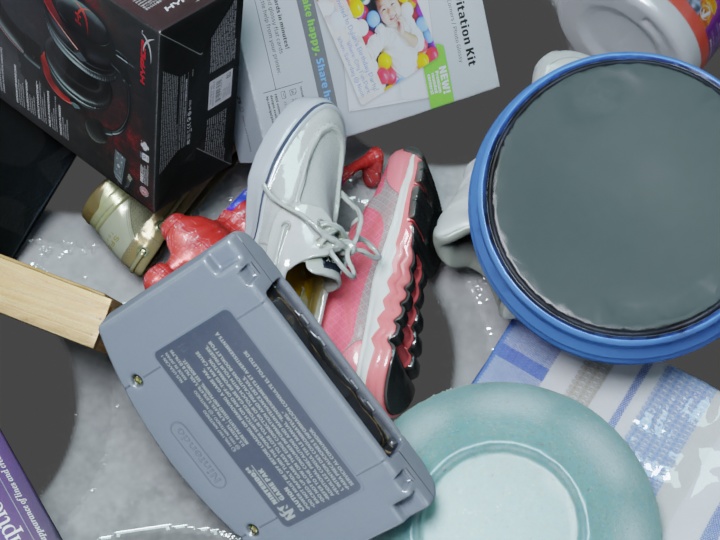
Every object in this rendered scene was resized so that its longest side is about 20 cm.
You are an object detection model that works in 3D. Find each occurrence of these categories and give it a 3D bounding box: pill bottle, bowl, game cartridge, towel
[{"bbox_3d":[0.236,-0.226,1.367,0.111,0.111,0.200,33,67,14],"label":"pill bottle"},{"bbox_3d":[0.167,-0.043,1.215,0.200,0.039,0.201,-1,78,4],"label":"bowl"},{"bbox_3d":[-0.062,0.085,1.171,0.200,0.133,0.042,54,37,-9],"label":"game cartridge"},{"bbox_3d":[0.160,0.112,1.245,0.200,0.024,0.147,29,66,13],"label":"towel"}]

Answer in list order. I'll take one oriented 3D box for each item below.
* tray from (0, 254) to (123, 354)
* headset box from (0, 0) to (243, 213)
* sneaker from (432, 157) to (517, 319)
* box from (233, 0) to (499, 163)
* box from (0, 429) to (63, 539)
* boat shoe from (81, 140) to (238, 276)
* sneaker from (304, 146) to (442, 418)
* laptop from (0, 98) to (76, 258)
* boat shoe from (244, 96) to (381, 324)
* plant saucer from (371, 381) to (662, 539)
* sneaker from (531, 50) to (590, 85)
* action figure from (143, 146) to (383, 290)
[{"bbox_3d":[-0.243,0.004,1.244,0.200,0.099,0.037,21,85,9],"label":"tray"},{"bbox_3d":[-0.171,-0.155,1.229,0.200,0.149,0.075,36,51,25],"label":"headset box"},{"bbox_3d":[0.134,0.007,1.264,0.200,0.078,0.099,25,55,21],"label":"sneaker"},{"bbox_3d":[-0.008,-0.171,1.294,0.200,0.041,0.156,-20,104,-34],"label":"box"},{"bbox_3d":[-0.266,0.157,1.184,0.141,0.079,0.200,-30,68,-12],"label":"box"},{"bbox_3d":[-0.093,-0.078,1.311,0.201,0.073,0.063,-39,84,-17],"label":"boat shoe"},{"bbox_3d":[0.000,0.000,1.272,0.087,0.074,0.200,2,57,18],"label":"sneaker"},{"bbox_3d":[-0.246,-0.118,1.359,0.177,0.103,0.200,34,42,14],"label":"laptop"},{"bbox_3d":[-0.031,-0.008,1.209,0.086,0.075,0.202,11,79,39],"label":"boat shoe"},{"bbox_3d":[0.085,0.161,1.190,0.200,0.039,0.201,-2,73,5],"label":"plant saucer"},{"bbox_3d":[0.189,-0.084,1.300,0.075,0.100,0.200,-36,68,-9],"label":"sneaker"},{"bbox_3d":[-0.074,-0.018,1.290,0.065,0.099,0.200,39,46,20],"label":"action figure"}]
